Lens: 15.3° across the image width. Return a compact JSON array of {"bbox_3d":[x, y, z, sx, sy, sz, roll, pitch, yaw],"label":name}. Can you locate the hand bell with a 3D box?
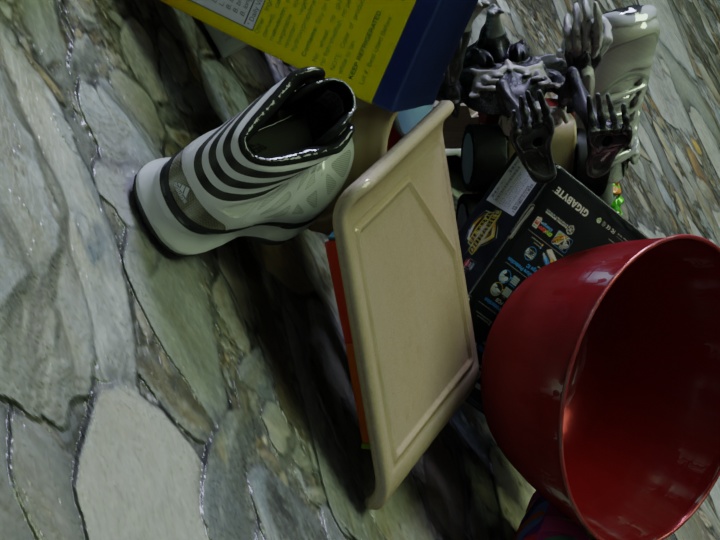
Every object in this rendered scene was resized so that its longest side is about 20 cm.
[{"bbox_3d":[0.000,0.000,1.654,0.104,0.104,0.200,0,75,-72],"label":"hand bell"}]

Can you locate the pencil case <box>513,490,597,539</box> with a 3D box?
[{"bbox_3d":[0.132,0.194,1.705,0.088,0.088,0.200,59,17,-8],"label":"pencil case"}]

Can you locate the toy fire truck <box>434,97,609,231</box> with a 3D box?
[{"bbox_3d":[0.085,-0.047,1.891,0.200,0.128,0.176,-113,-154,-69],"label":"toy fire truck"}]

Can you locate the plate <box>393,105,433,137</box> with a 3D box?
[{"bbox_3d":[0.042,-0.188,1.799,0.200,0.026,0.200,13,90,-79],"label":"plate"}]

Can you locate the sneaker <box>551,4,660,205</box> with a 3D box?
[{"bbox_3d":[0.171,-0.112,1.865,0.200,0.075,0.081,109,-38,-59],"label":"sneaker"}]

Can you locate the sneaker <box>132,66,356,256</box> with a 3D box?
[{"bbox_3d":[-0.030,-0.067,1.505,0.076,0.115,0.200,62,30,1],"label":"sneaker"}]

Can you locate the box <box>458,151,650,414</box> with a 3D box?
[{"bbox_3d":[0.133,0.034,1.778,0.200,0.159,0.046,35,-1,-38],"label":"box"}]

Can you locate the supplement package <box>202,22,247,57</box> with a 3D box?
[{"bbox_3d":[-0.078,-0.258,1.735,0.200,0.117,0.117,60,17,-7],"label":"supplement package"}]

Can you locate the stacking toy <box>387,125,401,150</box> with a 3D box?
[{"bbox_3d":[0.005,-0.144,1.882,0.085,0.085,0.200,34,36,-58],"label":"stacking toy"}]

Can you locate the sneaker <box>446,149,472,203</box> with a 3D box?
[{"bbox_3d":[0.049,-0.135,2.001,0.200,0.074,0.116,50,17,-38],"label":"sneaker"}]

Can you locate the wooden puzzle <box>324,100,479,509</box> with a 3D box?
[{"bbox_3d":[0.023,0.017,1.589,0.185,0.037,0.200,-45,134,-62],"label":"wooden puzzle"}]

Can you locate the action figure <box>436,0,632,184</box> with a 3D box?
[{"bbox_3d":[0.107,-0.131,1.728,0.200,0.119,0.102,-125,-146,-60],"label":"action figure"}]

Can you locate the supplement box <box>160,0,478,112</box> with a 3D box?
[{"bbox_3d":[-0.034,-0.187,1.604,0.200,0.109,0.110,27,12,10],"label":"supplement box"}]

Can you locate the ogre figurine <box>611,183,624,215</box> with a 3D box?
[{"bbox_3d":[0.146,-0.024,2.053,0.200,0.098,0.120,-44,141,-61],"label":"ogre figurine"}]

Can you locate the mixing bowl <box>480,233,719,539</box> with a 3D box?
[{"bbox_3d":[0.147,0.065,1.689,0.200,0.108,0.200,-18,115,-44],"label":"mixing bowl"}]
